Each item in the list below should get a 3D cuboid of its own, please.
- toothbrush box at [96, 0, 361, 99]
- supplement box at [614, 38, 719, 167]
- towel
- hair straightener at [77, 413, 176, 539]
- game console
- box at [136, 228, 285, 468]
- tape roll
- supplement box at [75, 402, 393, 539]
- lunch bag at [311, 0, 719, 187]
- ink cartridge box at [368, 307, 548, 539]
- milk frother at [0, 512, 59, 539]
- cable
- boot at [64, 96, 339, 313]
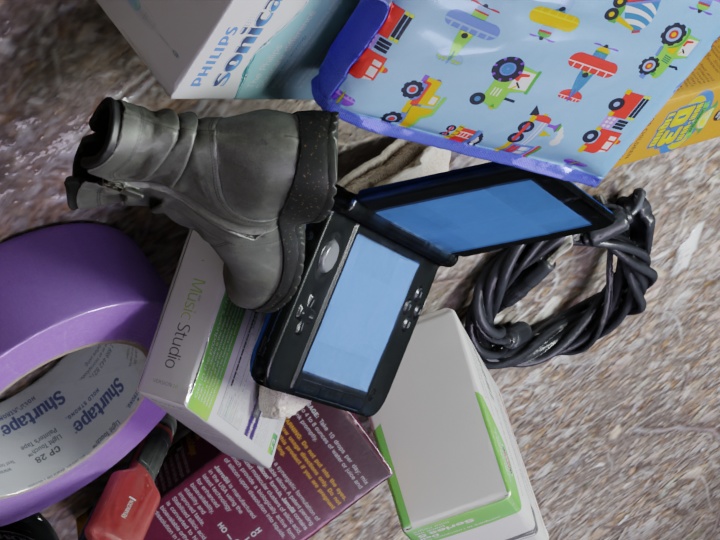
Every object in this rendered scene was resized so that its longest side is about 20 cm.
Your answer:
[{"bbox_3d":[-0.015,-0.166,1.200,0.200,0.085,0.147,-7,141,-50],"label":"toothbrush box"},{"bbox_3d":[0.178,-0.115,1.566,0.200,0.069,0.067,-20,152,-38],"label":"supplement box"},{"bbox_3d":[0.000,0.000,1.454,0.200,0.034,0.133,-39,143,-54],"label":"towel"},{"bbox_3d":[-0.153,0.145,1.477,0.077,0.041,0.200,-59,-169,25],"label":"hair straightener"},{"bbox_3d":[0.046,0.013,1.370,0.171,0.118,0.200,-68,158,-1],"label":"game console"},{"bbox_3d":[-0.069,0.029,1.411,0.200,0.036,0.145,55,52,-72],"label":"box"},{"bbox_3d":[-0.195,0.065,1.378,0.200,0.066,0.200,-31,155,-16],"label":"tape roll"},{"bbox_3d":[-0.087,0.152,1.591,0.200,0.086,0.110,-37,-168,-1],"label":"supplement box"},{"bbox_3d":[0.076,-0.130,1.197,0.200,0.094,0.151,3,136,-43],"label":"lunch bag"},{"bbox_3d":[0.067,0.131,1.712,0.084,0.146,0.200,-20,158,6],"label":"ink cartridge box"},{"bbox_3d":[-0.252,0.262,1.434,0.180,0.188,0.201,-1,106,-16],"label":"milk frother"},{"bbox_3d":[0.149,0.023,1.778,0.163,0.051,0.200,-30,154,-17],"label":"cable"},{"bbox_3d":[-0.089,-0.040,1.222,0.130,0.068,0.200,5,157,-9],"label":"boot"}]
